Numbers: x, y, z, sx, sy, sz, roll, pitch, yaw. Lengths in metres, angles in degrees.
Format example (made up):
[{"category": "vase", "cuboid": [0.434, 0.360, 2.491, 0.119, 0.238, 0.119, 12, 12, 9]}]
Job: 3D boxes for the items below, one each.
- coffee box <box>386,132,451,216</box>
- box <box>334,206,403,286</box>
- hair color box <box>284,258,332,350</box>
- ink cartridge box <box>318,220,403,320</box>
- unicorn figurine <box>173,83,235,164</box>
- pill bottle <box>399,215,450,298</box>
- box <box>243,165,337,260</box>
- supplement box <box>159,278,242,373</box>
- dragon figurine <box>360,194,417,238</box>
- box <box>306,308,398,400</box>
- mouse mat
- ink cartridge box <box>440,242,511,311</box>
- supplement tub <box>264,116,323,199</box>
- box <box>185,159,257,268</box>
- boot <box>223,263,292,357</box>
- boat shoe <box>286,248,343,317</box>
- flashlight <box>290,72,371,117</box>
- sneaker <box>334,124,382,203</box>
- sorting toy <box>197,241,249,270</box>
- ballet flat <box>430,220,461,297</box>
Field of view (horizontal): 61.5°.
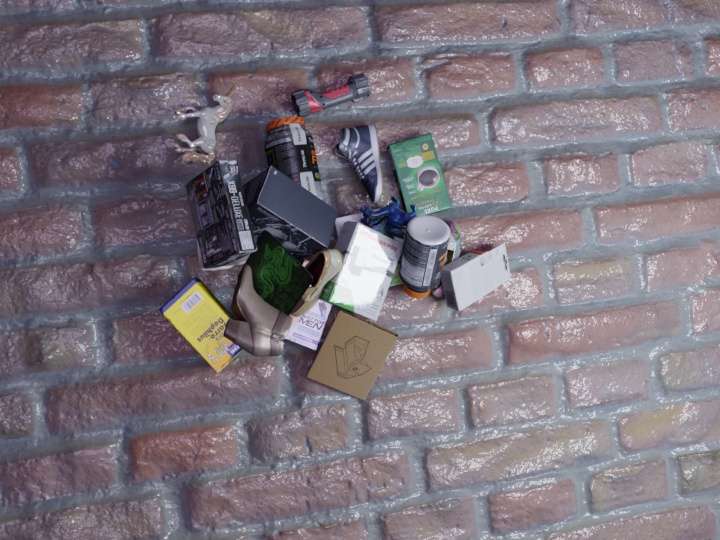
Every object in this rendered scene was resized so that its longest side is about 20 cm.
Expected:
[{"category": "coffee box", "cuboid": [0.150, -0.239, 1.562, 0.121, 0.044, 0.203, -17, 91, -8]}, {"category": "box", "cuboid": [0.020, -0.048, 1.540, 0.142, 0.036, 0.203, -14, 92, -10]}, {"category": "hair color box", "cuboid": [-0.127, 0.084, 1.500, 0.108, 0.065, 0.203, 21, 84, -7]}, {"category": "ink cartridge box", "cuboid": [0.000, 0.000, 1.459, 0.145, 0.083, 0.203, 23, 84, -26]}, {"category": "unicorn figurine", "cuboid": [-0.382, -0.358, 1.473, 0.135, 0.074, 0.203, 2, 102, -18]}, {"category": "pill bottle", "cuboid": [0.150, -0.025, 1.463, 0.104, 0.202, 0.107, 3, 44, -3]}, {"category": "box", "cuboid": [-0.188, -0.118, 1.394, 0.199, 0.181, 0.105, 31, 58, -29]}, {"category": "supplement box", "cuboid": [-0.363, 0.128, 1.437, 0.109, 0.109, 0.200, -43, 95, -7]}, {"category": "dragon figurine", "cuboid": [0.095, -0.119, 1.489, 0.198, 0.059, 0.100, 27, 65, 6]}, {"category": "box", "cuboid": [-0.020, 0.210, 1.492, 0.162, 0.021, 0.202, 24, 109, -8]}, {"category": "mouse mat", "cuboid": [-0.202, 0.020, 1.400, 0.161, 0.200, 0.008, 44, 42, 6]}, {"category": "ink cartridge box", "cuboid": [0.297, 0.010, 1.553, 0.198, 0.050, 0.110, -27, 113, -29]}, {"category": "supplement tub", "cuboid": [-0.165, -0.261, 1.473, 0.121, 0.122, 0.203, -11, 91, -9]}, {"category": "box", "cuboid": [-0.307, -0.119, 1.323, 0.049, 0.157, 0.203, -10, 83, -44]}, {"category": "boot", "cuboid": [-0.228, 0.098, 1.398, 0.144, 0.070, 0.203, 17, 71, -15]}, {"category": "boat shoe", "cuboid": [-0.121, 0.026, 1.403, 0.074, 0.066, 0.201, 48, 113, 30]}, {"category": "flashlight", "cuboid": [-0.074, -0.446, 1.523, 0.198, 0.068, 0.068, -23, 63, -11]}, {"category": "sneaker", "cuboid": [-0.006, -0.267, 1.524, 0.107, 0.070, 0.203, -4, 82, -14]}, {"category": "sorting toy", "cuboid": [-0.302, -0.094, 1.464, 0.177, 0.107, 0.203, 0, 81, -20]}, {"category": "ballet flat", "cuboid": [0.213, -0.031, 1.549, 0.068, 0.071, 0.203, 10, 89, 36]}]
